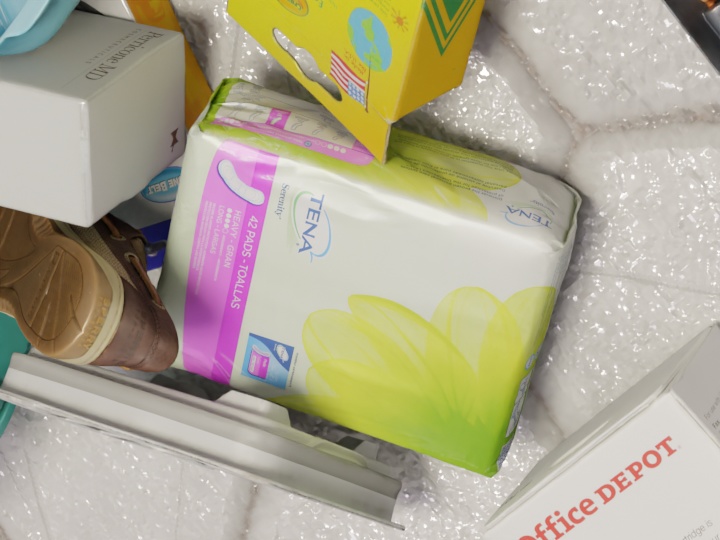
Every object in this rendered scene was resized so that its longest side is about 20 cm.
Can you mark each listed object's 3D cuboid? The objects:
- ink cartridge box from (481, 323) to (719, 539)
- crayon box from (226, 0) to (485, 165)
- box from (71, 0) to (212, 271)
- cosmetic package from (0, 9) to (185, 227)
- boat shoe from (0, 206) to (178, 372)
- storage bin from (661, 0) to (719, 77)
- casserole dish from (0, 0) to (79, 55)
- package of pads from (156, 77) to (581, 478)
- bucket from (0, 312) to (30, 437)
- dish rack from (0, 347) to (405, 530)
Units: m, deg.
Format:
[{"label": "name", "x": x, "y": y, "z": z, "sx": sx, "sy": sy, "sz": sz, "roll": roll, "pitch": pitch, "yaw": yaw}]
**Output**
[{"label": "ink cartridge box", "x": 0.183, "y": 0.152, "z": 1.199, "sx": 0.200, "sy": 0.086, "sz": 0.146, "roll": 49, "pitch": 126, "yaw": 0}, {"label": "crayon box", "x": 0.003, "y": -0.161, "z": 1.114, "sx": 0.127, "sy": 0.051, "sz": 0.201, "roll": 46, "pitch": 146, "yaw": 22}, {"label": "box", "x": -0.142, "y": -0.096, "z": 1.280, "sx": 0.118, "sy": 0.041, "sz": 0.201, "roll": -15, "pitch": 109, "yaw": 33}, {"label": "cosmetic package", "x": -0.198, "y": -0.091, "z": 1.225, "sx": 0.198, "sy": 0.101, "sz": 0.072, "roll": 14, "pitch": 120, "yaw": 21}, {"label": "boat shoe", "x": -0.143, "y": 0.001, "z": 1.225, "sx": 0.072, "sy": 0.200, "sz": 0.073, "roll": 21, "pitch": 99, "yaw": -30}, {"label": "storage bin", "x": 0.165, "y": -0.174, "z": 1.001, "sx": 0.134, "sy": 0.146, "sz": 0.200, "roll": -38, "pitch": 99, "yaw": 13}, {"label": "casserole dish", "x": -0.172, "y": -0.190, "z": 1.192, "sx": 0.121, "sy": 0.039, "sz": 0.201, "roll": -52, "pitch": 46, "yaw": 29}, {"label": "package of pads", "x": 0.000, "y": 0.000, "z": 1.215, "sx": 0.198, "sy": 0.068, "sz": 0.155, "roll": 18, "pitch": 123, "yaw": 5}, {"label": "bucket", "x": -0.285, "y": 0.046, "z": 1.333, "sx": 0.207, "sy": 0.207, "sz": 0.135, "roll": 40, "pitch": 126, "yaw": 5}, {"label": "dish rack", "x": -0.081, "y": 0.083, "z": 1.269, "sx": 0.199, "sy": 0.171, "sz": 0.044, "roll": 16, "pitch": 83, "yaw": 33}]
